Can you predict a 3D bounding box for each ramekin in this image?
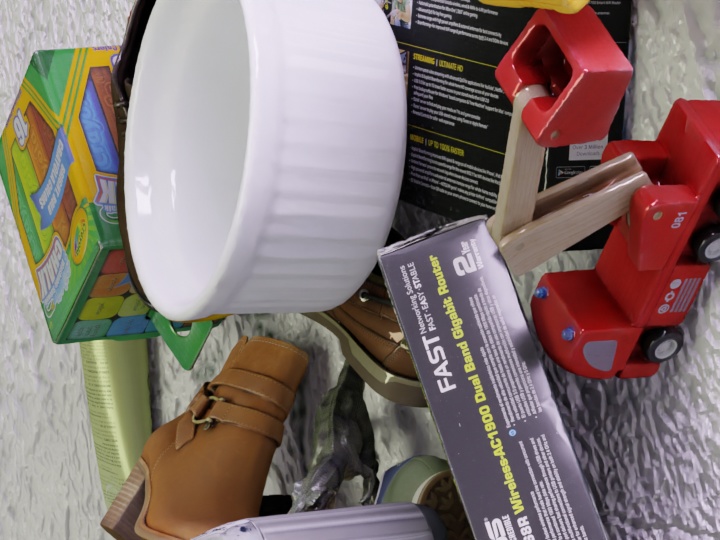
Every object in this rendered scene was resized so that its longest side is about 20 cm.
[{"bbox_3d":[-0.052,-0.070,1.481,0.200,0.097,0.202,-175,90,-67],"label":"ramekin"}]

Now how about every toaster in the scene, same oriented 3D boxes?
[{"bbox_3d":[-0.032,0.189,1.447,0.200,0.128,0.114,-36,60,57],"label":"toaster"}]

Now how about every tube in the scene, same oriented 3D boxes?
[{"bbox_3d":[-0.172,0.089,1.925,0.058,0.052,0.201,-35,-58,-74],"label":"tube"}]

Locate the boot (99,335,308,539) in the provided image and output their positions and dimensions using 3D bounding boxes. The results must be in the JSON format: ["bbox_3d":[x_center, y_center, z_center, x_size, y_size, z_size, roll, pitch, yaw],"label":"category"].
[{"bbox_3d":[-0.070,0.118,1.651,0.156,0.077,0.200,-54,20,-11],"label":"boot"}]

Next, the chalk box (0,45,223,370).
[{"bbox_3d":[-0.145,-0.032,1.765,0.125,0.123,0.201,-58,45,50],"label":"chalk box"}]

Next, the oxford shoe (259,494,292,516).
[{"bbox_3d":[-0.025,0.211,1.642,0.200,0.072,0.085,-132,40,-65],"label":"oxford shoe"}]

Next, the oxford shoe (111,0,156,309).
[{"bbox_3d":[-0.121,-0.076,1.604,0.084,0.072,0.201,36,-130,-66],"label":"oxford shoe"}]

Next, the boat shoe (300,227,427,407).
[{"bbox_3d":[0.000,0.000,1.563,0.200,0.072,0.068,39,124,42],"label":"boat shoe"}]

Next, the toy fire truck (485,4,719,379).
[{"bbox_3d":[0.110,-0.029,1.257,0.049,0.140,0.201,60,140,39],"label":"toy fire truck"}]

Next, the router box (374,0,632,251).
[{"bbox_3d":[0.067,-0.101,1.425,0.200,0.051,0.150,23,113,59],"label":"router box"}]

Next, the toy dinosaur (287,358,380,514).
[{"bbox_3d":[-0.008,0.097,1.585,0.201,0.047,0.088,-82,-19,-49],"label":"toy dinosaur"}]

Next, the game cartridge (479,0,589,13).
[{"bbox_3d":[0.098,-0.191,1.251,0.032,0.176,0.200,50,166,-27],"label":"game cartridge"}]

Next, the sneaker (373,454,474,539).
[{"bbox_3d":[0.037,0.200,1.528,0.090,0.067,0.202,-156,65,-66],"label":"sneaker"}]

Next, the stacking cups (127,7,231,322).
[{"bbox_3d":[-0.113,-0.071,1.678,0.060,0.060,0.201,-39,61,58],"label":"stacking cups"}]

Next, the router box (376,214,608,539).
[{"bbox_3d":[0.076,0.092,1.359,0.150,0.062,0.201,64,-174,-66],"label":"router box"}]
